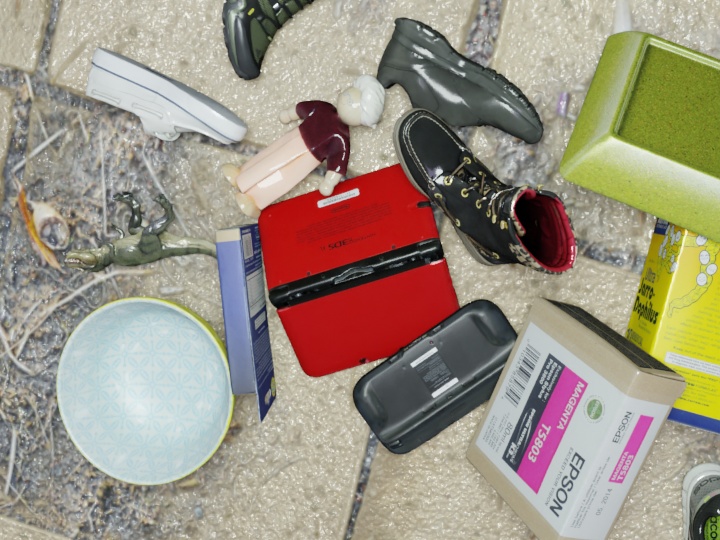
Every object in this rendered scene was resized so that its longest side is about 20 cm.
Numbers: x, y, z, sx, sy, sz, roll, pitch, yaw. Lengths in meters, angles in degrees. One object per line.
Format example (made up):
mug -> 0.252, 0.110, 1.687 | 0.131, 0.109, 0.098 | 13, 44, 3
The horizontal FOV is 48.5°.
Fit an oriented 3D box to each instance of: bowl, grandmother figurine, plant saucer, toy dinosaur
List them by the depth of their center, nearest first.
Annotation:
plant saucer -> 0.318, -0.145, 0.783 | 0.196, 0.048, 0.203 | 23, 65, 9
grandmother figurine -> -0.054, -0.136, 0.866 | 0.198, 0.060, 0.123 | -36, 75, 13
bowl -> -0.224, 0.125, 0.896 | 0.194, 0.108, 0.206 | 1, 95, 6
toy dinosaur -> -0.243, -0.043, 0.915 | 0.194, 0.048, 0.090 | -2, 109, 6

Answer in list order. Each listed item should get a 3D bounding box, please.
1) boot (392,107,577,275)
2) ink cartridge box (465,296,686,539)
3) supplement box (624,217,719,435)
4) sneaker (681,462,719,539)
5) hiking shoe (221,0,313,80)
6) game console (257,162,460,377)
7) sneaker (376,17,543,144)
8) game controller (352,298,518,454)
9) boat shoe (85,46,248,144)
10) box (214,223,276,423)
boot -> 0.124, -0.076, 0.793 | 0.073, 0.150, 0.202 | -40, 111, -11
ink cartridge box -> 0.209, 0.154, 0.812 | 0.074, 0.165, 0.204 | 13, 105, -30
supplement box -> 0.347, 0.049, 0.826 | 0.107, 0.109, 0.205 | 14, 96, 4
sneaker -> 0.387, 0.318, 0.857 | 0.072, 0.087, 0.206 | -4, 95, 6
hiking shoe -> -0.084, -0.301, 0.857 | 0.098, 0.076, 0.205 | 15, 96, 8
game console -> 0.000, 0.000, 0.906 | 0.195, 0.119, 0.176 | -16, 63, 7
sneaker -> 0.105, -0.186, 0.857 | 0.198, 0.076, 0.092 | 35, 108, 9
game controller -> 0.089, 0.120, 0.893 | 0.198, 0.042, 0.105 | -35, 95, 8
boat shoe -> -0.218, -0.179, 0.892 | 0.197, 0.073, 0.067 | 29, 103, 13
box -> -0.123, 0.054, 0.871 | 0.031, 0.121, 0.206 | -6, 95, 2
